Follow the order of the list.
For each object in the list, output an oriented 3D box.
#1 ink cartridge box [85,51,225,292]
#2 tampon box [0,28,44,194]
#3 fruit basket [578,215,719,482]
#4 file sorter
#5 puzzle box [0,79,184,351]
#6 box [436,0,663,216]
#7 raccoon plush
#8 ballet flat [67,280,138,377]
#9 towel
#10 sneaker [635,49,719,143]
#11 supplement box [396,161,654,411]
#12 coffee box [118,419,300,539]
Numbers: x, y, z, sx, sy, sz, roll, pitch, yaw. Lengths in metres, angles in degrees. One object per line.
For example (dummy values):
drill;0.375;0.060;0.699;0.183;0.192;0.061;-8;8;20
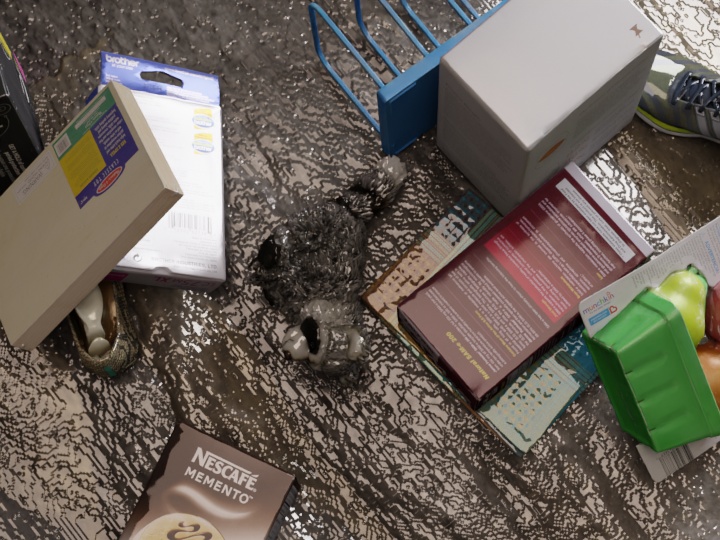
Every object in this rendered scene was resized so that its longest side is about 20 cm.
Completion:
ink cartridge box;-0.179;-0.085;1.384;0.119;0.042;0.201;8;70;-28
tampon box;-0.389;-0.133;1.362;0.200;0.150;0.126;-18;66;-4
fruit basket;0.291;0.053;1.340;0.200;0.094;0.186;-34;114;-18
file sorter;0.068;-0.223;1.396;0.200;0.139;0.123;-36;77;-7
puzzle box;-0.240;-0.045;1.324;0.200;0.025;0.133;-43;54;19
box;0.153;-0.151;1.343;0.152;0.200;0.106;-40;77;-9
raccoon plush;0.000;0.000;1.358;0.200;0.097;0.134;-44;74;-7
ballet flat;-0.240;-0.006;1.380;0.068;0.075;0.200;-17;77;-1
towel;0.118;0.044;1.394;0.200;0.022;0.147;44;80;11
sneaker;0.324;-0.147;1.403;0.200;0.081;0.074;24;78;6
supplement box;0.140;0.014;1.359;0.200;0.061;0.109;-38;77;-9
coffee box;-0.143;0.240;1.321;0.113;0.080;0.200;24;79;7
